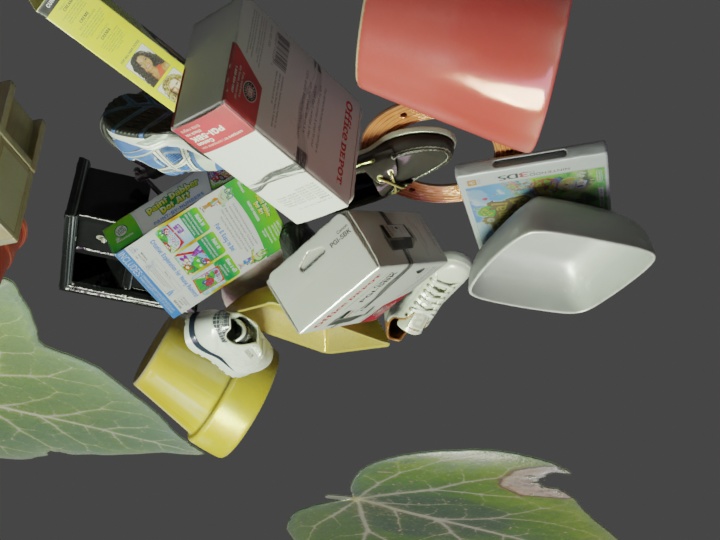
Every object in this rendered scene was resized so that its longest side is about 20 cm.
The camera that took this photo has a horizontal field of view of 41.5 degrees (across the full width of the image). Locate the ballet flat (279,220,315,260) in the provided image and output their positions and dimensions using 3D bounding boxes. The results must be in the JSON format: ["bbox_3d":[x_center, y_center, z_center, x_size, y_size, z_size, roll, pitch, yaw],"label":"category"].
[{"bbox_3d":[-0.075,-0.001,1.302,0.065,0.058,0.201,-8,154,7],"label":"ballet flat"}]

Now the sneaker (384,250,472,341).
[{"bbox_3d":[0.100,0.046,1.395,0.072,0.086,0.200,19,144,-21],"label":"sneaker"}]

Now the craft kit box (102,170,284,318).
[{"bbox_3d":[-0.199,-0.043,1.211,0.195,0.049,0.201,-30,153,-4],"label":"craft kit box"}]

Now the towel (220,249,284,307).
[{"bbox_3d":[-0.120,0.008,1.411,0.187,0.033,0.201,4,148,1],"label":"towel"}]

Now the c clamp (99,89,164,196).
[{"bbox_3d":[-0.225,-0.158,1.161,0.198,0.027,0.170,-22,133,36],"label":"c clamp"}]

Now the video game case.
[{"bbox_3d":[0.223,-0.087,1.197,0.179,0.022,0.200,-8,152,13],"label":"video game case"}]

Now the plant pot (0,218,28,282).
[{"bbox_3d":[-0.581,0.007,1.305,0.197,0.198,0.202,3,149,2],"label":"plant pot"}]

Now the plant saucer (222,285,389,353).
[{"bbox_3d":[-0.080,0.066,1.386,0.197,0.049,0.199,21,163,-27],"label":"plant saucer"}]

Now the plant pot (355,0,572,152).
[{"bbox_3d":[0.093,-0.222,0.872,0.174,0.203,0.202,11,149,4],"label":"plant pot"}]

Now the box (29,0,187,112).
[{"bbox_3d":[-0.244,-0.235,0.977,0.050,0.075,0.199,-50,132,7],"label":"box"}]

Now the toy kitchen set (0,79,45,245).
[{"bbox_3d":[-0.499,-0.136,1.074,0.196,0.183,0.164,-9,146,13],"label":"toy kitchen set"}]

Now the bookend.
[{"bbox_3d":[-0.300,-0.039,1.295,0.196,0.094,0.199,12,148,-14],"label":"bookend"}]

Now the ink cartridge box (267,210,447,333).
[{"bbox_3d":[0.000,0.000,1.198,0.146,0.084,0.199,-39,164,25],"label":"ink cartridge box"}]

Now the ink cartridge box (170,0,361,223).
[{"bbox_3d":[-0.094,-0.164,1.012,0.082,0.149,0.199,-18,142,33],"label":"ink cartridge box"}]

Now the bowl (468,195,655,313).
[{"bbox_3d":[0.249,-0.024,1.215,0.196,0.076,0.200,8,151,-18],"label":"bowl"}]

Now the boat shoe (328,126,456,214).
[{"bbox_3d":[0.023,-0.114,1.128,0.198,0.062,0.072,-14,144,28],"label":"boat shoe"}]

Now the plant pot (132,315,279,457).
[{"bbox_3d":[-0.261,0.174,1.563,0.187,0.203,0.201,32,142,-13],"label":"plant pot"}]

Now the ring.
[{"bbox_3d":[0.097,-0.146,1.144,0.196,0.020,0.202,2,149,1],"label":"ring"}]

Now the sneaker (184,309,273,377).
[{"bbox_3d":[-0.174,0.106,1.393,0.079,0.078,0.200,-14,159,22],"label":"sneaker"}]

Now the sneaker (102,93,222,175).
[{"bbox_3d":[-0.192,-0.149,1.091,0.196,0.077,0.077,13,150,6],"label":"sneaker"}]
